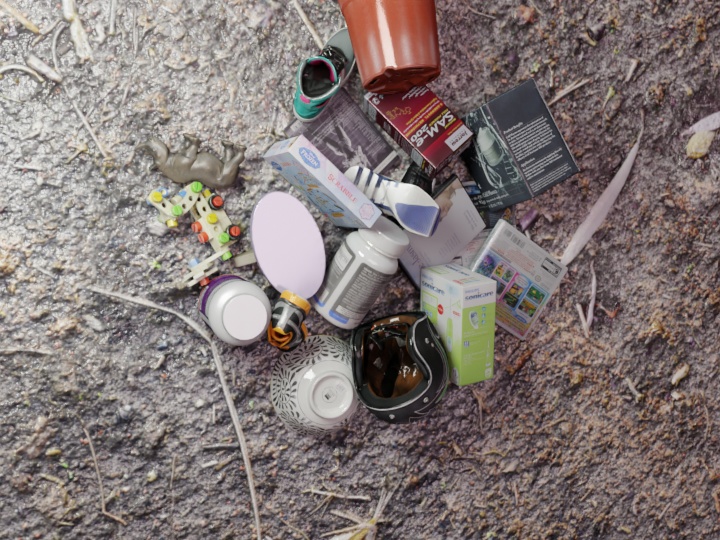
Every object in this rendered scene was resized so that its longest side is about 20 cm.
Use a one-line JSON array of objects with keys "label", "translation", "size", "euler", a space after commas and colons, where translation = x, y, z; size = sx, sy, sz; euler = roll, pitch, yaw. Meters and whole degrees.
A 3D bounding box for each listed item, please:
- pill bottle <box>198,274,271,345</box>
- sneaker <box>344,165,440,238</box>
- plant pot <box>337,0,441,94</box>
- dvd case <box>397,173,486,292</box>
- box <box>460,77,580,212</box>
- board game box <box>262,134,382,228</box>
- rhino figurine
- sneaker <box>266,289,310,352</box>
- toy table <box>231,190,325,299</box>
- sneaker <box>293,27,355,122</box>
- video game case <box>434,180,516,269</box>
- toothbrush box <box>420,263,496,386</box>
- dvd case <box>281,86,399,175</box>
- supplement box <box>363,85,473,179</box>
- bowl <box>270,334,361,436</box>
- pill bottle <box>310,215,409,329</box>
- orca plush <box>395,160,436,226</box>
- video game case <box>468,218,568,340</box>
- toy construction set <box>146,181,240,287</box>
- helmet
[{"label": "pill bottle", "translation": [-0.223, 0.070, 1.551], "size": [0.111, 0.200, 0.114], "euler": [-2, 96, -18]}, {"label": "sneaker", "translation": [0.067, -0.139, 1.653], "size": [0.198, 0.115, 0.081], "euler": [28, 100, 12]}, {"label": "plant pot", "translation": [0.059, -0.440, 1.584], "size": [0.198, 0.201, 0.198], "euler": [-8, 85, -18]}, {"label": "dvd case", "translation": [0.150, -0.074, 1.718], "size": [0.200, 0.018, 0.143], "euler": [-44, 124, -9]}, {"label": "box", "translation": [0.293, -0.237, 1.685], "size": [0.123, 0.200, 0.198], "euler": [-28, 93, -15]}, {"label": "board game box", "translation": [-0.073, -0.158, 1.584], "size": [0.199, 0.200, 0.041], "euler": [43, 80, -18]}, {"label": "rhino figurine", "translation": [-0.310, -0.201, 1.573], "size": [0.197, 0.060, 0.089], "euler": [8, 103, -16]}, {"label": "sneaker", "translation": [-0.143, 0.109, 1.592], "size": [0.078, 0.201, 0.078], "euler": [24, 62, 7]}, {"label": "toy table", "translation": [-0.144, -0.049, 1.613], "size": [0.182, 0.117, 0.203], "euler": [-12, 99, -18]}, {"label": "sneaker", "translation": [-0.061, -0.378, 1.602], "size": [0.083, 0.121, 0.202], "euler": [29, 81, -3]}, {"label": "video game case", "translation": [0.228, -0.091, 1.786], "size": [0.197, 0.023, 0.185], "euler": [-9, 98, -17]}, {"label": "toothbrush box", "translation": [0.188, 0.103, 1.701], "size": [0.085, 0.145, 0.203], "euler": [-8, 109, -28]}, {"label": "dvd case", "translation": [-0.036, -0.245, 1.685], "size": [0.149, 0.016, 0.200], "euler": [-45, 106, -11]}, {"label": "supplement box", "translation": [0.110, -0.287, 1.666], "size": [0.109, 0.061, 0.200], "euler": [-42, 80, -11]}, {"label": "bowl", "translation": [-0.068, 0.232, 1.675], "size": [0.198, 0.094, 0.204], "euler": [-2, 96, -19]}, {"label": "pill bottle", "translation": [0.000, 0.000, 1.630], "size": [0.113, 0.114, 0.201], "euler": [28, 112, -18]}, {"label": "orca plush", "translation": [0.126, -0.171, 1.700], "size": [0.105, 0.071, 0.201], "euler": [38, 92, -2]}, {"label": "video game case", "translation": [0.314, 0.022, 1.805], "size": [0.199, 0.024, 0.183], "euler": [33, 91, -24]}, {"label": "toy construction set", "translation": [-0.297, -0.073, 1.571], "size": [0.131, 0.091, 0.202], "euler": [-35, 114, -38]}, {"label": "helmet", "translation": [0.077, 0.188, 1.637], "size": [0.198, 0.200, 0.193], "euler": [-15, 97, -17]}]
